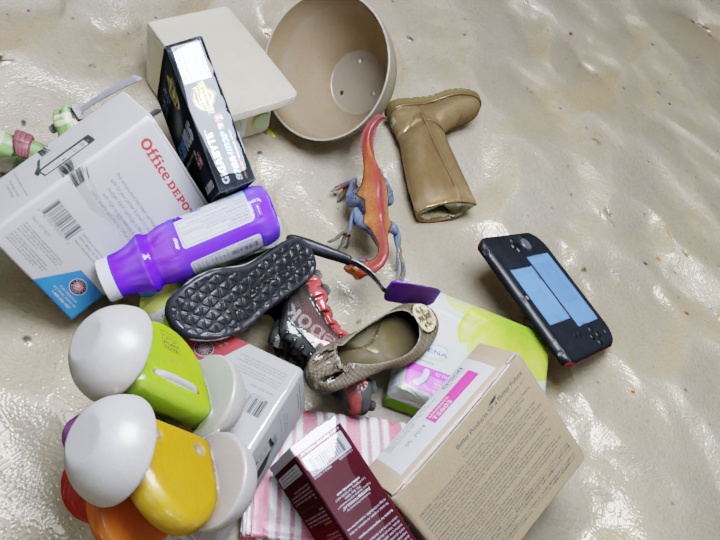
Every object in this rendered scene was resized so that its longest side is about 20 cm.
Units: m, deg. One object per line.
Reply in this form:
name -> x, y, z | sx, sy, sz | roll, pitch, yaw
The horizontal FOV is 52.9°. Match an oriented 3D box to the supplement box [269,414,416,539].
supplement box -> -0.004, 0.254, 0.714 | 0.060, 0.109, 0.202 | -29, 79, -28

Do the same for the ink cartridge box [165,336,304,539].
ink cartridge box -> -0.165, 0.172, 0.745 | 0.144, 0.084, 0.201 | 22, 52, 16

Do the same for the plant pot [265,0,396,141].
plant pot -> -0.027, -0.286, 1.063 | 0.201, 0.201, 0.134 | 46, 18, 14

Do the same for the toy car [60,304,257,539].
toy car -> -0.192, 0.145, 0.628 | 0.174, 0.148, 0.203 | 38, 27, -45

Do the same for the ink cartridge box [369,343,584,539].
ink cartridge box -> 0.125, 0.208, 0.772 | 0.200, 0.075, 0.166 | -43, 111, -17

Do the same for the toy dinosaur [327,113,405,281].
toy dinosaur -> 0.004, -0.077, 0.951 | 0.102, 0.205, 0.182 | -7, 27, -5

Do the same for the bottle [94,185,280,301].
bottle -> -0.185, -0.027, 0.786 | 0.196, 0.084, 0.067 | -24, 88, -10

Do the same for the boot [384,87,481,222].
boot -> 0.135, -0.176, 1.109 | 0.171, 0.067, 0.204 | -12, 62, -11

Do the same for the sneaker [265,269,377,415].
sneaker -> -0.056, 0.092, 0.862 | 0.096, 0.071, 0.203 | -19, 64, -29

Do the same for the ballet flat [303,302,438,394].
ballet flat -> 0.021, 0.082, 0.822 | 0.197, 0.047, 0.068 | -20, 67, -35

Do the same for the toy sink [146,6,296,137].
toy sink -> -0.196, -0.251, 1.008 | 0.129, 0.113, 0.201 | -25, 64, -31

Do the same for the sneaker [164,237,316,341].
sneaker -> -0.134, 0.026, 0.814 | 0.198, 0.082, 0.073 | -25, 94, -37

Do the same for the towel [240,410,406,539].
towel -> -0.033, 0.232, 0.808 | 0.195, 0.030, 0.149 | 9, 54, -14

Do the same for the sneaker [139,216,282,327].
sneaker -> -0.192, -0.025, 0.873 | 0.199, 0.076, 0.105 | -39, 68, -22

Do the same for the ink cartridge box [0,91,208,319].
ink cartridge box -> -0.287, -0.071, 0.793 | 0.199, 0.147, 0.084 | -39, 48, -13

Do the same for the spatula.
spatula -> 0.000, 0.000, 0.874 | 0.196, 0.057, 0.021 | 26, 60, 1

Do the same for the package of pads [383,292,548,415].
package of pads -> 0.138, 0.121, 0.912 | 0.196, 0.069, 0.157 | 20, 55, -7

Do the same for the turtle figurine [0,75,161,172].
turtle figurine -> -0.350, -0.162, 0.881 | 0.189, 0.205, 0.144 | 11, 20, -6

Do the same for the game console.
game console -> 0.257, 0.033, 0.989 | 0.175, 0.031, 0.202 | -3, 54, -55

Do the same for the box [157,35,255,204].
box -> -0.185, -0.159, 0.843 | 0.045, 0.199, 0.162 | -21, 95, -18
